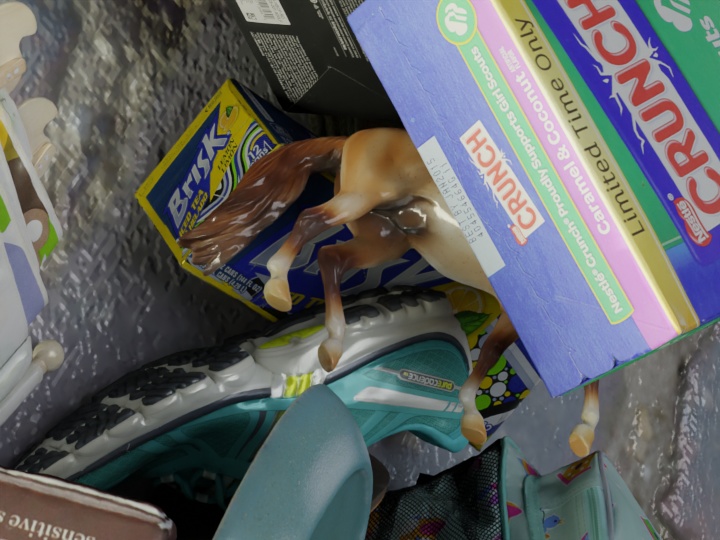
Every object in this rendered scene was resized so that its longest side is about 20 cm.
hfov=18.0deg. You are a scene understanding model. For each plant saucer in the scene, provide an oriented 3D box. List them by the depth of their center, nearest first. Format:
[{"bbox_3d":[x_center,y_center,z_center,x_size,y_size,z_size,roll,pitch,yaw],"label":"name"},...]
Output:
[{"bbox_3d":[-0.036,0.140,0.821,0.200,0.027,0.201,20,90,-80],"label":"plant saucer"}]

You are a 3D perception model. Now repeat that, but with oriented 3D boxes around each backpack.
[{"bbox_3d":[0.078,0.189,0.972,0.176,0.153,0.200,57,28,-26],"label":"backpack"}]

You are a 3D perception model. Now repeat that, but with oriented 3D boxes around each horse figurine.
[{"bbox_3d":[0.034,-0.004,0.897,0.199,0.050,0.133,24,51,-3],"label":"horse figurine"}]

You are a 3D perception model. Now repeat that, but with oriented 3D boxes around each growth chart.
[{"bbox_3d":[-0.157,-0.008,0.839,0.145,0.018,0.201,-45,140,-42],"label":"growth chart"}]

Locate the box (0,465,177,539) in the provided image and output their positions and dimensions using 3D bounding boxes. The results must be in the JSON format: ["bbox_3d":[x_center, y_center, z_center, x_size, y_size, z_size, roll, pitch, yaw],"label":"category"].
[{"bbox_3d":[-0.162,0.167,0.716,0.163,0.166,0.201,15,69,1],"label":"box"}]

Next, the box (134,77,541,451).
[{"bbox_3d":[0.000,0.000,0.998,0.200,0.064,0.070,33,102,-39],"label":"box"}]

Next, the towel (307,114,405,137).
[{"bbox_3d":[0.044,-0.097,1.090,0.199,0.036,0.149,-5,89,-44],"label":"towel"}]

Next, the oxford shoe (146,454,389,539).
[{"bbox_3d":[-0.061,0.127,0.952,0.200,0.071,0.072,-28,135,-46],"label":"oxford shoe"}]

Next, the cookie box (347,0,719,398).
[{"bbox_3d":[0.118,-0.062,0.897,0.200,0.075,0.172,-22,81,-44],"label":"cookie box"}]

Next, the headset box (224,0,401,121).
[{"bbox_3d":[0.008,-0.186,0.942,0.201,0.075,0.149,-68,151,-29],"label":"headset box"}]

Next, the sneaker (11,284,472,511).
[{"bbox_3d":[-0.043,0.067,0.912,0.199,0.077,0.080,-17,97,-16],"label":"sneaker"}]
